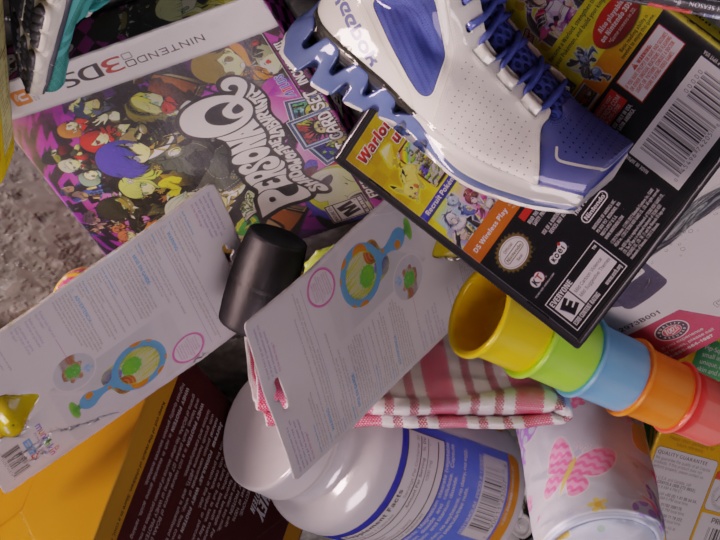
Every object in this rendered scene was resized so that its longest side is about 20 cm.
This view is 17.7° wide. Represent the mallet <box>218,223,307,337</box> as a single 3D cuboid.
[{"bbox_3d":[0.000,0.000,1.431,0.199,0.041,0.066,-6,120,-40],"label":"mallet"}]

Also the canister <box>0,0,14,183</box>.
[{"bbox_3d":[-0.258,-0.136,1.229,0.148,0.087,0.201,8,136,4],"label":"canister"}]

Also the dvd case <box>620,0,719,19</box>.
[{"bbox_3d":[0.192,-0.167,1.214,0.199,0.146,0.022,10,120,-15],"label":"dvd case"}]

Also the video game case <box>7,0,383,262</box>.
[{"bbox_3d":[-0.099,-0.080,1.365,0.180,0.036,0.200,-17,138,15],"label":"video game case"}]

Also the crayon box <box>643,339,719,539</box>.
[{"bbox_3d":[0.247,0.101,1.544,0.125,0.052,0.201,16,101,-22],"label":"crayon box"}]

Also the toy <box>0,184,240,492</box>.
[{"bbox_3d":[-0.160,0.034,1.390,0.200,0.047,0.115,-38,139,-14],"label":"toy"}]

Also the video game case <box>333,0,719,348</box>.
[{"bbox_3d":[0.107,-0.084,1.291,0.180,0.026,0.200,37,120,5],"label":"video game case"}]

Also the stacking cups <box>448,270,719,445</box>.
[{"bbox_3d":[0.148,0.054,1.412,0.199,0.061,0.060,22,133,-31],"label":"stacking cups"}]

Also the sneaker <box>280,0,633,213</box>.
[{"bbox_3d":[0.059,-0.122,1.235,0.199,0.081,0.116,30,121,11],"label":"sneaker"}]

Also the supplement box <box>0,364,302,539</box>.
[{"bbox_3d":[-0.156,0.179,1.508,0.132,0.198,0.200,-2,145,32],"label":"supplement box"}]

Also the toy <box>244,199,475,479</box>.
[{"bbox_3d":[-0.002,0.016,1.377,0.047,0.200,0.116,18,136,42],"label":"toy"}]

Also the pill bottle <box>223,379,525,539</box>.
[{"bbox_3d":[0.007,0.127,1.530,0.112,0.113,0.199,-36,141,31],"label":"pill bottle"}]

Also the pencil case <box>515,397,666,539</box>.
[{"bbox_3d":[0.140,0.118,1.495,0.090,0.201,0.083,-31,127,17],"label":"pencil case"}]

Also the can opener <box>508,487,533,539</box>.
[{"bbox_3d":[0.163,0.138,1.640,0.200,0.053,0.066,-38,164,34],"label":"can opener"}]

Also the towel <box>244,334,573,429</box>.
[{"bbox_3d":[0.028,0.054,1.454,0.199,0.147,0.030,1,116,-7],"label":"towel"}]

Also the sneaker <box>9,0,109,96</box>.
[{"bbox_3d":[-0.136,-0.170,1.228,0.079,0.078,0.200,6,133,-29],"label":"sneaker"}]

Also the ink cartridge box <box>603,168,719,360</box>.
[{"bbox_3d":[0.175,-0.043,1.395,0.144,0.085,0.200,-30,133,27],"label":"ink cartridge box"}]
